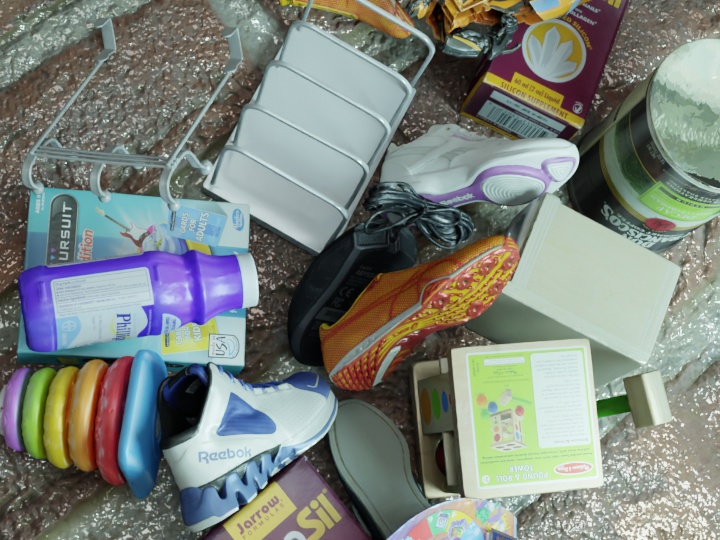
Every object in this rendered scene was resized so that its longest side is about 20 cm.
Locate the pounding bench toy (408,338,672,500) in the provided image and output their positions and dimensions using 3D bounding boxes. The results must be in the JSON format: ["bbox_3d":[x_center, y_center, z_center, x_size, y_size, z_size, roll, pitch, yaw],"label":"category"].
[{"bbox_3d":[0.158,0.132,1.205,0.198,0.156,0.126,-4,82,-13],"label":"pounding bench toy"}]

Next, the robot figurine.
[{"bbox_3d":[0.128,-0.277,1.267,0.199,0.058,0.146,-23,73,-28],"label":"robot figurine"}]

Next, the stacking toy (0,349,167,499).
[{"bbox_3d":[-0.268,0.123,1.151,0.198,0.116,0.111,4,64,3],"label":"stacking toy"}]

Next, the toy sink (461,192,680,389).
[{"bbox_3d":[0.174,0.010,1.261,0.198,0.130,0.113,26,70,-4],"label":"toy sink"}]

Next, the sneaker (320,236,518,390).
[{"bbox_3d":[0.044,0.022,1.154,0.199,0.073,0.078,-32,53,15],"label":"sneaker"}]

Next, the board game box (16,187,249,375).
[{"bbox_3d":[-0.202,0.011,1.214,0.198,0.047,0.153,4,74,-13],"label":"board game box"}]

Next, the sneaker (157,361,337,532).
[{"bbox_3d":[-0.103,0.117,1.136,0.199,0.080,0.116,-40,106,-52],"label":"sneaker"}]

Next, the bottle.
[{"bbox_3d":[-0.187,0.021,1.146,0.198,0.084,0.066,-8,69,-16],"label":"bottle"}]

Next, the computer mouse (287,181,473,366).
[{"bbox_3d":[0.000,0.000,1.223,0.138,0.201,0.053,19,26,-46],"label":"computer mouse"}]

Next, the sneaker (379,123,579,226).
[{"bbox_3d":[0.106,-0.107,1.270,0.198,0.075,0.101,-10,56,20],"label":"sneaker"}]

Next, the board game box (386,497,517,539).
[{"bbox_3d":[0.076,0.287,1.088,0.157,0.039,0.202,-11,107,-31],"label":"board game box"}]

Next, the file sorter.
[{"bbox_3d":[-0.036,-0.142,1.256,0.138,0.125,0.201,29,71,-4],"label":"file sorter"}]

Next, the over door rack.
[{"bbox_3d":[-0.198,-0.137,1.215,0.146,0.067,0.201,6,52,15],"label":"over door rack"}]

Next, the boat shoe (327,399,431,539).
[{"bbox_3d":[0.025,0.202,1.192,0.074,0.062,0.200,-21,53,-24],"label":"boat shoe"}]

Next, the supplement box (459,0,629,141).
[{"bbox_3d":[0.191,-0.232,1.355,0.109,0.086,0.202,25,70,-5],"label":"supplement box"}]

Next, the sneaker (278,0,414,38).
[{"bbox_3d":[-0.037,-0.281,1.334,0.199,0.073,0.078,32,92,1],"label":"sneaker"}]

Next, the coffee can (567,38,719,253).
[{"bbox_3d":[0.300,-0.112,1.287,0.145,0.200,0.148,3,74,-12],"label":"coffee can"}]

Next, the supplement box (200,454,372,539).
[{"bbox_3d":[-0.040,0.279,1.149,0.131,0.103,0.200,-39,86,-19],"label":"supplement box"}]
